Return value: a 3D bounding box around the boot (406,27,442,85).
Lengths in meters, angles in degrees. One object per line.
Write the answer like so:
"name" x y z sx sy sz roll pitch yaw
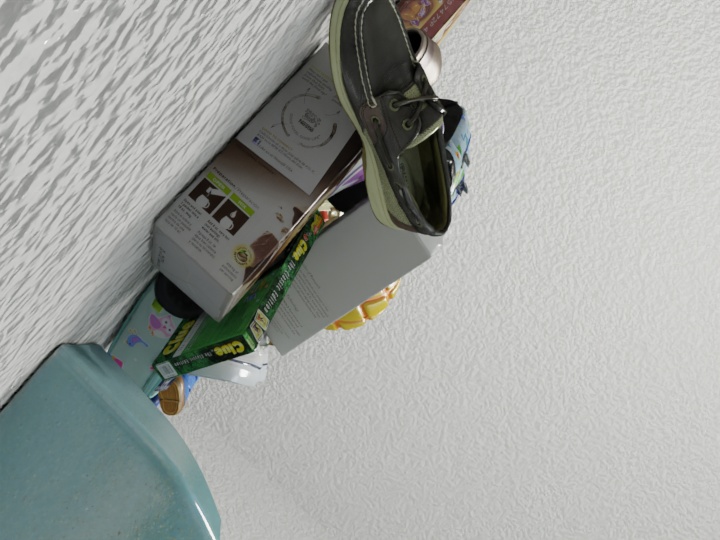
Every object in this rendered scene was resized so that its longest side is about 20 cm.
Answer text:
"boot" -0.010 -0.169 0.862 0.198 0.071 0.146 -31 168 0

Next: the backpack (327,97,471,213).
"backpack" 0.058 -0.135 1.032 0.160 0.155 0.202 -4 -140 21

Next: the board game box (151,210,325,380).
"board game box" -0.105 0.016 0.793 0.103 0.024 0.201 -17 -152 28

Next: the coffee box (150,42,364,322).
"coffee box" -0.070 -0.067 0.691 0.201 0.080 0.113 -51 -177 -19

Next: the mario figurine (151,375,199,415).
"mario figurine" -0.227 0.097 1.075 0.200 0.122 0.107 -64 176 -68

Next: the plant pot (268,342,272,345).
"plant pot" -0.141 0.014 1.290 0.187 0.186 0.200 -49 170 1

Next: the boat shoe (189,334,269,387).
"boat shoe" -0.132 0.079 0.896 0.200 0.072 0.068 106 -6 -84

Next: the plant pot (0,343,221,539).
"plant pot" -0.223 0.202 0.725 0.197 0.199 0.196 -50 -177 -9

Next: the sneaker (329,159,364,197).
"sneaker" -0.007 -0.102 0.851 0.198 0.074 0.114 -24 162 30

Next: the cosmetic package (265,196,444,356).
"cosmetic package" -0.015 -0.008 0.905 0.199 0.085 0.108 -35 -175 20

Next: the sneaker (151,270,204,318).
"sneaker" -0.120 -0.042 0.793 0.200 0.072 0.083 -46 -162 -10

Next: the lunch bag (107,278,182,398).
"lunch bag" -0.178 0.036 0.932 0.161 0.077 0.200 -47 -176 30

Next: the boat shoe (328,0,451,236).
"boat shoe" 0.032 -0.111 0.633 0.072 0.065 0.203 -42 136 -30

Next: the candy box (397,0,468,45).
"candy box" 0.060 -0.270 0.996 0.117 0.056 0.200 -48 -175 -9

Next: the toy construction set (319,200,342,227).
"toy construction set" -0.066 -0.066 1.107 0.091 0.134 0.199 -12 175 24

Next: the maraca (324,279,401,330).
"maraca" 0.000 0.000 1.026 0.199 0.108 0.136 -38 161 29
